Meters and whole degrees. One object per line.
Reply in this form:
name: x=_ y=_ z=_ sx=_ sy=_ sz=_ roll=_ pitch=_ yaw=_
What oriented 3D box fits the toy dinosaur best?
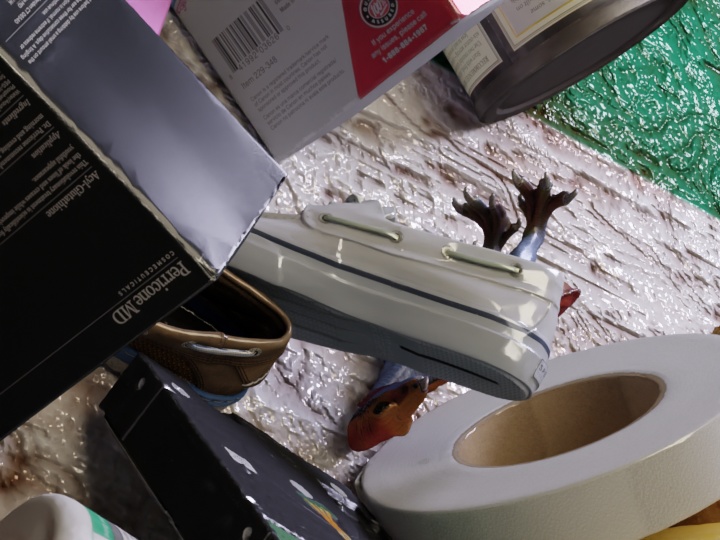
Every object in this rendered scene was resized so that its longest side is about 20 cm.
toy dinosaur: x=0.055 y=0.034 z=1.095 sx=0.200 sy=0.104 sz=0.183 roll=44 pitch=58 yaw=-34

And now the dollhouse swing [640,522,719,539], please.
dollhouse swing: x=0.150 y=0.237 z=0.905 sx=0.176 sy=0.180 sz=0.202 roll=-102 pitch=-173 yaw=-72

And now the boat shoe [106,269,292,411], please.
boat shoe: x=-0.116 y=-0.006 z=0.946 sx=0.199 sy=0.072 sz=0.073 roll=28 pitch=46 yaw=-31

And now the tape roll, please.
tape roll: x=0.097 y=0.085 z=1.006 sx=0.203 sy=0.201 sz=0.037 roll=-36 pitch=110 yaw=-52

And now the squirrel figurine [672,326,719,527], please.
squirrel figurine: x=0.224 y=0.121 z=1.130 sx=0.185 sy=0.142 sz=0.201 roll=12 pitch=40 yaw=-29

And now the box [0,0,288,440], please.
box: x=-0.148 y=-0.020 z=0.819 sx=0.141 sy=0.199 sz=0.079 roll=48 pitch=38 yaw=-10

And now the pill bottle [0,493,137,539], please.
pill bottle: x=-0.070 y=0.183 z=0.826 sx=0.199 sy=0.113 sz=0.114 roll=36 pitch=42 yaw=-22

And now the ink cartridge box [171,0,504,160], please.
ink cartridge box: x=-0.034 y=-0.183 z=1.101 sx=0.201 sy=0.147 sz=0.085 roll=57 pitch=38 yaw=0

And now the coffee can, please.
coffee can: x=0.083 y=-0.210 z=1.246 sx=0.146 sy=0.146 sz=0.201 roll=-22 pitch=80 yaw=-51

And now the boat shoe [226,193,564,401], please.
boat shoe: x=0.000 y=0.000 z=1.009 sx=0.198 sy=0.074 sz=0.067 roll=21 pitch=70 yaw=5

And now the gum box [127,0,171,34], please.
gum box: x=-0.178 y=-0.144 z=0.984 sx=0.199 sy=0.066 sz=0.114 roll=37 pitch=41 yaw=-23

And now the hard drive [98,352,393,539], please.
hard drive: x=-0.024 y=0.118 z=0.888 sx=0.139 sy=0.038 sz=0.200 roll=36 pitch=3 yaw=-32
